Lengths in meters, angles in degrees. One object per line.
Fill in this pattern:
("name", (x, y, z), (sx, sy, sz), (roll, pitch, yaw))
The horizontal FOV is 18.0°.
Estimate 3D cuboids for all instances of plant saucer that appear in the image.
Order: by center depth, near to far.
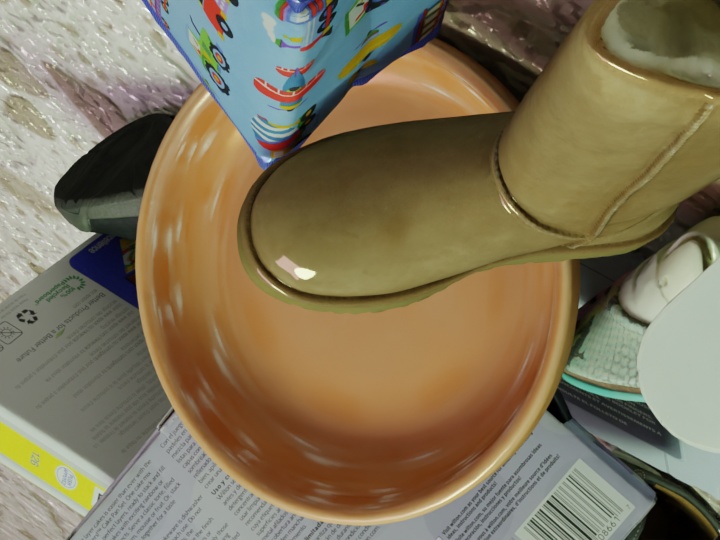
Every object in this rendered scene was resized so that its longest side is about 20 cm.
("plant saucer", (0.000, 0.000, 0.910), (0.200, 0.201, 0.037), (27, -164, 27))

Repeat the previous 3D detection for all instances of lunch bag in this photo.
("lunch bag", (-0.060, -0.156, 0.789), (0.200, 0.094, 0.151), (47, 164, 10))

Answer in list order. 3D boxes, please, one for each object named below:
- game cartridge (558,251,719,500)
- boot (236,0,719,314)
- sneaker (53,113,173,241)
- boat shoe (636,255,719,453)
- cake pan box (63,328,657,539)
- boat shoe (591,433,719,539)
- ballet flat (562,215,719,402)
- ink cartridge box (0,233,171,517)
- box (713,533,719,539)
("game cartridge", (0.088, 0.022, 0.989), (0.200, 0.042, 0.133), (28, 155, 25))
("boot", (0.057, -0.047, 0.741), (0.200, 0.175, 0.066), (131, 125, -73))
("sneaker", (-0.070, -0.018, 1.107), (0.199, 0.076, 0.114), (3, 136, 50))
("boat shoe", (0.162, -0.013, 0.723), (0.071, 0.064, 0.200), (52, 139, 7))
("cake pan box", (0.001, 0.106, 0.973), (0.184, 0.200, 0.052), (39, -176, 7))
("boat shoe", (0.103, 0.105, 1.073), (0.068, 0.072, 0.200), (10, 163, 46))
("ballet flat", (0.153, 0.019, 0.836), (0.200, 0.069, 0.071), (12, 128, 39))
("ink cartridge box", (-0.076, 0.056, 1.115), (0.200, 0.198, 0.047), (32, 131, 16))
("box", (0.217, 0.156, 0.812), (0.200, 0.086, 0.164), (23, 135, -12))
